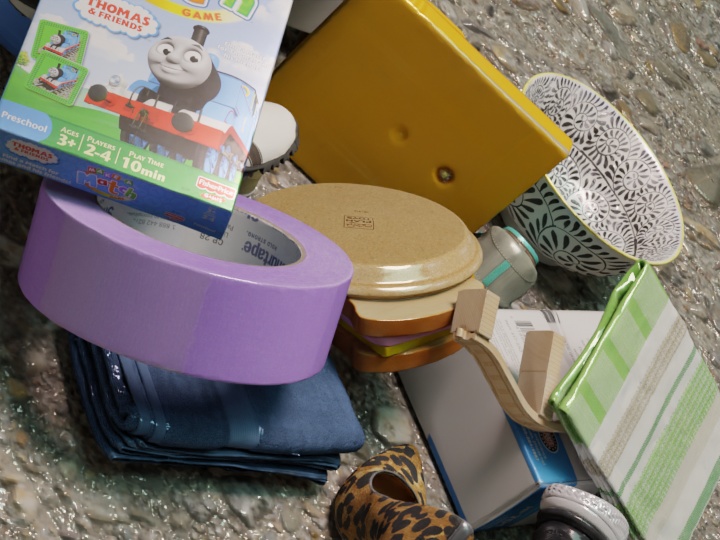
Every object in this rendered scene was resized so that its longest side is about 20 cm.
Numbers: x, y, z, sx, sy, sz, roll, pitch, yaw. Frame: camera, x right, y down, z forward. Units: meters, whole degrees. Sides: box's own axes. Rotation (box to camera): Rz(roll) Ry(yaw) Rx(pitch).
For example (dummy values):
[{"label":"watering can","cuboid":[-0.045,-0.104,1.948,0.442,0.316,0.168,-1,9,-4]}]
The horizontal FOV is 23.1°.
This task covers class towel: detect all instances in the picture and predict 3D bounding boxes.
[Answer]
[{"label":"towel","cuboid":[0.210,0.111,1.299,0.150,0.031,0.201,-55,129,-30]},{"label":"towel","cuboid":[-0.094,0.078,1.137,0.199,0.049,0.112,10,47,-43]}]

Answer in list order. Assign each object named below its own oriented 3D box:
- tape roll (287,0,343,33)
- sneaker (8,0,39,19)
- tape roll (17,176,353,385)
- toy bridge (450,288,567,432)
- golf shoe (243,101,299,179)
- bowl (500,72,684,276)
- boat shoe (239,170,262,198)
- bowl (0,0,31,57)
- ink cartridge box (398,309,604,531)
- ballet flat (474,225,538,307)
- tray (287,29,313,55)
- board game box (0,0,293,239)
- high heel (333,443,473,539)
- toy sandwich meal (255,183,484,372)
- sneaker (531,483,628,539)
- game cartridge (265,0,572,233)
[{"label":"tape roll","cuboid":[-0.027,-0.310,1.465,0.201,0.140,0.204,20,39,-17]},{"label":"sneaker","cuboid":[-0.143,-0.198,1.190,0.198,0.080,0.074,7,54,-19]},{"label":"tape roll","cuboid":[-0.107,-0.001,1.092,0.198,0.066,0.200,17,16,-5]},{"label":"toy bridge","cuboid":[0.125,0.076,1.239,0.199,0.027,0.068,29,67,-45]},{"label":"golf shoe","cuboid":[-0.115,-0.118,1.173,0.199,0.095,0.078,2,29,-39]},{"label":"bowl","cuboid":[0.183,-0.066,1.554,0.200,0.094,0.202,31,38,-28]},{"label":"boat shoe","cuboid":[-0.113,-0.140,1.309,0.072,0.062,0.201,2,57,-48]},{"label":"bowl","cuboid":[-0.179,-0.211,1.262,0.199,0.039,0.202,13,50,-16]},{"label":"ink cartridge box","cuboid":[0.141,0.111,1.346,0.199,0.086,0.147,4,56,-49]},{"label":"ballet flat","cuboid":[0.098,0.004,1.397,0.067,0.064,0.200,47,-2,4]},{"label":"tray","cuboid":[0.033,-0.150,1.514,0.200,0.037,0.099,42,35,-14]},{"label":"board game box","cuboid":[-0.129,-0.131,1.087,0.150,0.037,0.201,19,55,-9]},{"label":"high heel","cuboid":[0.042,0.153,1.139,0.071,0.142,0.200,42,35,-11]},{"label":"toy sandwich meal","cuboid":[0.000,0.000,1.265,0.203,0.071,0.205,4,23,-2]},{"label":"sneaker","cuboid":[0.157,0.240,1.256,0.114,0.075,0.200,-59,142,-20]},{"label":"game cartridge","cuboid":[0.034,-0.112,1.350,0.200,0.176,0.033,43,36,-11]}]
